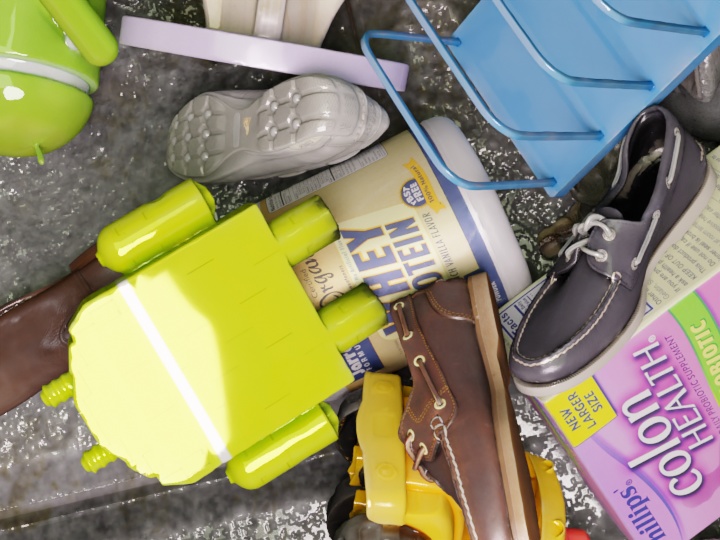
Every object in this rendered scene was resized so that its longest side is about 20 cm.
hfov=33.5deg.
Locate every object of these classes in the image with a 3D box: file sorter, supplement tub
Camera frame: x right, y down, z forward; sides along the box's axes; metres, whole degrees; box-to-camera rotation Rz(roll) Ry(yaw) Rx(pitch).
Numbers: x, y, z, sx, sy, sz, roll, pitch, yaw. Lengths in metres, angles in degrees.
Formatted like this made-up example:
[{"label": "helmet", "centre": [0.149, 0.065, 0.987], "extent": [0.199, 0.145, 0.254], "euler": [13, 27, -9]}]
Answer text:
[{"label": "file sorter", "centre": [0.114, -0.158, 0.712], "extent": [0.200, 0.122, 0.139], "euler": [-47, 63, 36]}, {"label": "supplement tub", "centre": [0.000, 0.000, 0.808], "extent": [0.199, 0.144, 0.145], "euler": [-26, 84, 2]}]

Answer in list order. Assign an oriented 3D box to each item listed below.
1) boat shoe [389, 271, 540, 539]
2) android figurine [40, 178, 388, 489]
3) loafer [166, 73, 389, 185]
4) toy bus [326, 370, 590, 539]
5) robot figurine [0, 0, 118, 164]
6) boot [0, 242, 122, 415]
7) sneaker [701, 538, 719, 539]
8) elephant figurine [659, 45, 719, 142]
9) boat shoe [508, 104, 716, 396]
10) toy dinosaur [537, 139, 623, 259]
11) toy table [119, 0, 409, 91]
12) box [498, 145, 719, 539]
[{"label": "boat shoe", "centre": [0.056, 0.087, 0.672], "extent": [0.070, 0.071, 0.201], "euler": [-13, 42, 7]}, {"label": "android figurine", "centre": [-0.087, 0.044, 0.703], "extent": [0.199, 0.041, 0.183], "euler": [-33, 101, -8]}, {"label": "loafer", "centre": [-0.064, -0.092, 0.824], "extent": [0.199, 0.070, 0.070], "euler": [0, 83, 48]}, {"label": "toy bus", "centre": [0.072, 0.173, 0.760], "extent": [0.191, 0.136, 0.201], "euler": [3, 128, 0]}, {"label": "robot figurine", "centre": [-0.242, -0.173, 0.853], "extent": [0.175, 0.115, 0.201], "euler": [0, 82, 34]}, {"label": "boot", "centre": [-0.189, 0.073, 0.794], "extent": [0.186, 0.200, 0.064], "euler": [-46, 126, -2]}, {"label": "sneaker", "centre": [0.242, 0.199, 0.743], "extent": [0.091, 0.200, 0.076], "euler": [15, 68, 3]}, {"label": "elephant figurine", "centre": [0.240, -0.169, 0.773], "extent": [0.155, 0.200, 0.142], "euler": [31, 82, 4]}, {"label": "boat shoe", "centre": [0.139, -0.016, 0.699], "extent": [0.200, 0.072, 0.063], "euler": [-51, 125, -24]}, {"label": "toy dinosaur", "centre": [0.163, -0.099, 0.820], "extent": [0.047, 0.201, 0.088], "euler": [-9, 51, -26]}, {"label": "toy table", "centre": [-0.059, -0.197, 0.825], "extent": [0.199, 0.184, 0.118], "euler": [5, 100, -20]}, {"label": "box", "centre": [0.210, 0.055, 0.768], "extent": [0.200, 0.097, 0.176], "euler": [-36, 123, 1]}]
